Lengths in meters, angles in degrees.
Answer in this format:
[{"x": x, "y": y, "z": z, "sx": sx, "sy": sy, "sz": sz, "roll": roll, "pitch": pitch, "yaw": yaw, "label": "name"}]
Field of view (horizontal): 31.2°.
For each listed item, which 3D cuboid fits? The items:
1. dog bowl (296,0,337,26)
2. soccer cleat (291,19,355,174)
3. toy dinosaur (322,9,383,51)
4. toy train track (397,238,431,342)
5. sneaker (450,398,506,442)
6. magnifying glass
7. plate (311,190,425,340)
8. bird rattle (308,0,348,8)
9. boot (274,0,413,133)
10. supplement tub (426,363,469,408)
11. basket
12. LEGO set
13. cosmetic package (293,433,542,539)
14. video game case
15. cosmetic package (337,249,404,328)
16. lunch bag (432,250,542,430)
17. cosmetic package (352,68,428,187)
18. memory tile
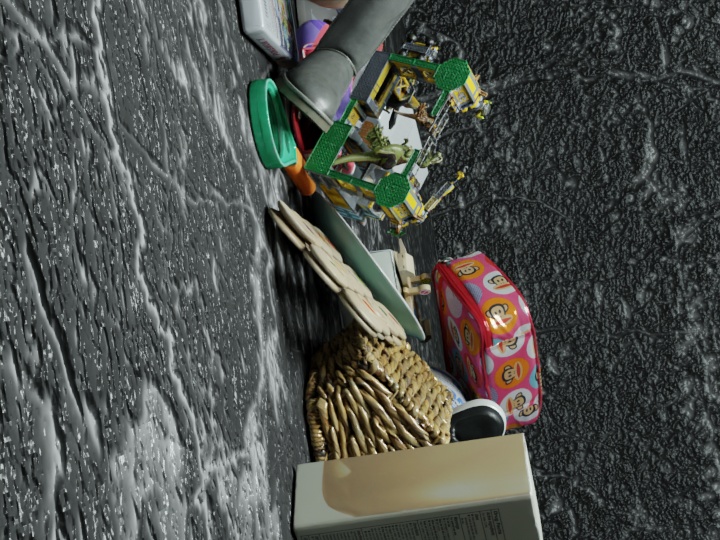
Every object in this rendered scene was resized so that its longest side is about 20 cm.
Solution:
[{"x": -0.031, "y": -0.283, "z": 1.585, "sx": 0.200, "sy": 0.058, "sz": 0.202, "roll": -8, "pitch": 90, "yaw": -83, "label": "dog bowl"}, {"x": -0.045, "y": -0.188, "z": 1.365, "sx": 0.076, "sy": 0.066, "sz": 0.202, "roll": 39, "pitch": 40, "yaw": -59, "label": "soccer cleat"}, {"x": 0.005, "y": -0.360, "z": 1.435, "sx": 0.200, "sy": 0.104, "sz": 0.183, "roll": 38, "pitch": -52, "yaw": 44, "label": "toy dinosaur"}, {"x": 0.074, "y": 0.035, "z": 1.564, "sx": 0.200, "sy": 0.032, "sz": 0.116, "roll": 72, "pitch": 12, "yaw": -61, "label": "toy train track"}, {"x": 0.074, "y": 0.224, "z": 1.308, "sx": 0.073, "sy": 0.200, "sz": 0.112, "roll": 43, "pitch": 18, "yaw": -15, "label": "sneaker"}, {"x": -0.071, "y": -0.116, "z": 1.220, "sx": 0.200, "sy": 0.022, "sz": 0.080, "roll": 63, "pitch": 20, "yaw": -71, "label": "magnifying glass"}, {"x": 0.000, "y": 0.000, "z": 1.375, "sx": 0.201, "sy": 0.026, "sz": 0.200, "roll": 52, "pitch": -4, "yaw": 5, "label": "plate"}, {"x": -0.010, "y": -0.355, "z": 1.355, "sx": 0.113, "sy": 0.199, "sz": 0.164, "roll": -11, "pitch": 124, "yaw": -66, "label": "bird rattle"}, {"x": 0.008, "y": -0.236, "z": 1.230, "sx": 0.073, "sy": 0.200, "sz": 0.182, "roll": 42, "pitch": 15, "yaw": -18, "label": "boot"}, {"x": 0.061, "y": 0.190, "z": 1.473, "sx": 0.200, "sy": 0.131, "sz": 0.133, "roll": -66, "pitch": 147, "yaw": -79, "label": "supplement tub"}, {"x": -0.007, "y": 0.142, "z": 1.266, "sx": 0.143, "sy": 0.149, "sz": 0.200, "roll": 47, "pitch": 11, "yaw": -3, "label": "basket"}, {"x": 0.045, "y": -0.118, "z": 1.283, "sx": 0.116, "sy": 0.153, "sz": 0.201, "roll": 49, "pitch": 57, "yaw": -55, "label": "LEGO set"}, {"x": 0.050, "y": 0.207, "z": 1.089, "sx": 0.071, "sy": 0.198, "sz": 0.106, "roll": -90, "pitch": 169, "yaw": -49, "label": "cosmetic package"}, {"x": -0.098, "y": -0.308, "z": 1.233, "sx": 0.182, "sy": 0.023, "sz": 0.202, "roll": 11, "pitch": 70, "yaw": -82, "label": "video game case"}, {"x": 0.021, "y": 0.032, "z": 1.573, "sx": 0.200, "sy": 0.072, "sz": 0.104, "roll": 4, "pitch": 78, "yaw": -84, "label": "cosmetic package"}, {"x": 0.146, "y": 0.080, "z": 1.553, "sx": 0.176, "sy": 0.081, "sz": 0.201, "roll": -124, "pitch": -161, "yaw": -52, "label": "lunch bag"}, {"x": 0.009, "y": -0.156, "z": 1.514, "sx": 0.072, "sy": 0.101, "sz": 0.200, "roll": -64, "pitch": 157, "yaw": -23, "label": "cosmetic package"}, {"x": -0.018, "y": 0.005, "z": 1.209, "sx": 0.154, "sy": 0.017, "sz": 0.200, "roll": 50, "pitch": 4, "yaw": 11, "label": "memory tile"}]
